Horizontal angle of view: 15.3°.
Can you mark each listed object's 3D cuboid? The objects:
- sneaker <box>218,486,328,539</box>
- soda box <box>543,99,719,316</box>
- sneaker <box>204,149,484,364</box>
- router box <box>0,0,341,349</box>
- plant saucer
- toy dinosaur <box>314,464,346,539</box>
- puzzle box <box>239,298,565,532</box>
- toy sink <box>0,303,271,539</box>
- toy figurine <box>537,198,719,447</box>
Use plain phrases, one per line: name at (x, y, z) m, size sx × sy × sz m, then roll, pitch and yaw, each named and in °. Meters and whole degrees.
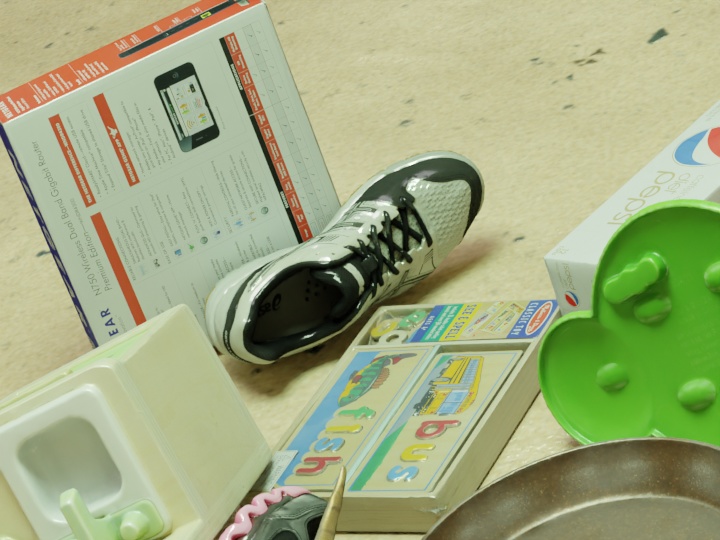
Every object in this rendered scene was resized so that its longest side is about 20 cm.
sneaker at (-0.046, 0.190, 1.365) m, size 0.095 × 0.079 × 0.200 m, roll 16°, pitch 40°, yaw 18°
soda box at (0.199, -0.031, 1.597) m, size 0.068 × 0.064 × 0.200 m, roll 8°, pitch 38°, yaw 44°
sneaker at (0.000, 0.000, 1.659) m, size 0.200 × 0.076 × 0.088 m, roll -35°, pitch 15°, yaw -6°
router box at (-0.114, -0.052, 1.687) m, size 0.179 × 0.201 × 0.049 m, roll -25°, pitch 27°, yaw -10°
plant saucer at (0.115, 0.154, 1.339) m, size 0.199 × 0.035 × 0.201 m, roll -16°, pitch 28°, yaw 9°
toy dinosaur at (-0.004, 0.176, 1.309) m, size 0.106 × 0.061 × 0.200 m, roll -15°, pitch 30°, yaw -26°
puzzle box at (0.030, 0.082, 1.546) m, size 0.133 × 0.026 × 0.200 m, roll -3°, pitch 31°, yaw 30°
toy sink at (-0.148, 0.109, 1.441) m, size 0.130 × 0.112 × 0.200 m, roll -27°, pitch 8°, yaw 18°
toy figurine at (0.221, 0.014, 1.468) m, size 0.184 × 0.151 × 0.200 m, roll -28°, pitch -1°, yaw -45°
